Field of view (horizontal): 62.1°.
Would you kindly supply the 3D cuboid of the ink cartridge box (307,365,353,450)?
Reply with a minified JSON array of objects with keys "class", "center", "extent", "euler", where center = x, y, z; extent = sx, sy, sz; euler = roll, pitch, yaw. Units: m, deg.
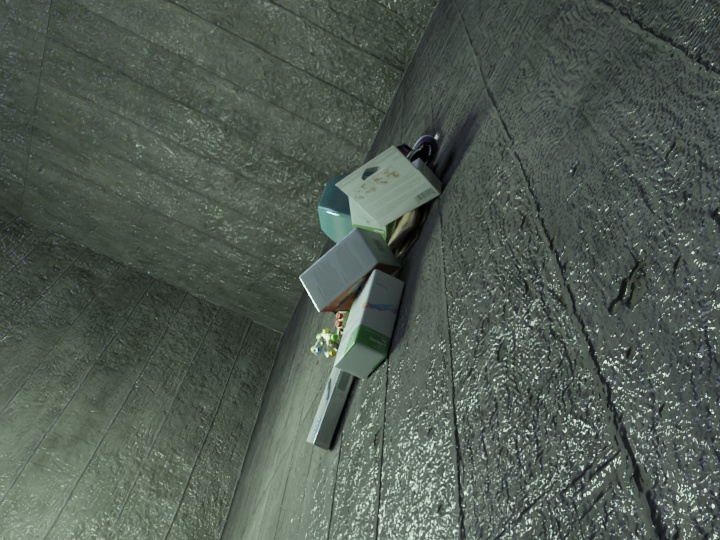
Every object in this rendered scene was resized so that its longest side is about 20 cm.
[{"class":"ink cartridge box","center":[-0.083,0.347,1.537],"extent":[0.176,0.044,0.204],"euler":[144,148,-72]}]

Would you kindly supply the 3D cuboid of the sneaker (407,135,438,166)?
[{"class":"sneaker","center":[0.118,-0.237,1.467],"extent":[0.203,0.075,0.088],"euler":[-60,0,22]}]

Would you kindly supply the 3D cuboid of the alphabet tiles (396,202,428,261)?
[{"class":"alphabet tiles","center":[0.140,-0.126,1.547],"extent":[0.167,0.006,0.203],"euler":[123,166,-49]}]

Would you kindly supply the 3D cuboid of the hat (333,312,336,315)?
[{"class":"hat","center":[0.007,0.056,1.779],"extent":[0.172,0.167,0.203],"euler":[-12,38,32]}]

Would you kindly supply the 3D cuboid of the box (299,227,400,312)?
[{"class":"box","center":[-0.024,0.003,1.484],"extent":[0.199,0.108,0.151],"euler":[-39,-17,19]}]

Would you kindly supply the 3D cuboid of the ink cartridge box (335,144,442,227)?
[{"class":"ink cartridge box","center":[0.067,-0.207,1.428],"extent":[0.198,0.176,0.045],"euler":[-26,36,37]}]

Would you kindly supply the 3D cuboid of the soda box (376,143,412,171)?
[{"class":"soda box","center":[0.117,-0.331,1.828],"extent":[0.072,0.063,0.200],"euler":[-61,-9,26]}]

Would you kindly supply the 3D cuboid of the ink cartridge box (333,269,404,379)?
[{"class":"ink cartridge box","center":[0.021,0.123,1.377],"extent":[0.146,0.086,0.204],"euler":[125,164,-53]}]

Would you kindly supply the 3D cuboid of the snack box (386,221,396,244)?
[{"class":"snack box","center":[0.059,-0.066,1.731],"extent":[0.142,0.052,0.205],"euler":[180,111,-83]}]

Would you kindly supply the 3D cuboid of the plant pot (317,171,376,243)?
[{"class":"plant pot","center":[-0.026,-0.189,1.891],"extent":[0.198,0.194,0.200],"euler":[85,-160,-57]}]

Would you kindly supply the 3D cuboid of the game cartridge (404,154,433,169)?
[{"class":"game cartridge","center":[0.108,-0.235,1.618],"extent":[0.200,0.130,0.042],"euler":[-47,51,47]}]

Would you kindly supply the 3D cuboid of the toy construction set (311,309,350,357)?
[{"class":"toy construction set","center":[-0.056,0.141,1.638],"extent":[0.091,0.129,0.205],"euler":[14,87,52]}]

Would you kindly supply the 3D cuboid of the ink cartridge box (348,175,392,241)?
[{"class":"ink cartridge box","center":[0.030,-0.153,1.609],"extent":[0.203,0.101,0.060],"euler":[83,-154,-43]}]

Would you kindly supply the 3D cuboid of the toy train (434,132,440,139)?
[{"class":"toy train","center":[0.158,-0.303,1.720],"extent":[0.152,0.054,0.202],"euler":[-77,13,-48]}]

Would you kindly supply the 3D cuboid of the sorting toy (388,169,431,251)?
[{"class":"sorting toy","center":[0.125,-0.141,1.560],"extent":[0.203,0.036,0.185],"euler":[-67,8,-28]}]
